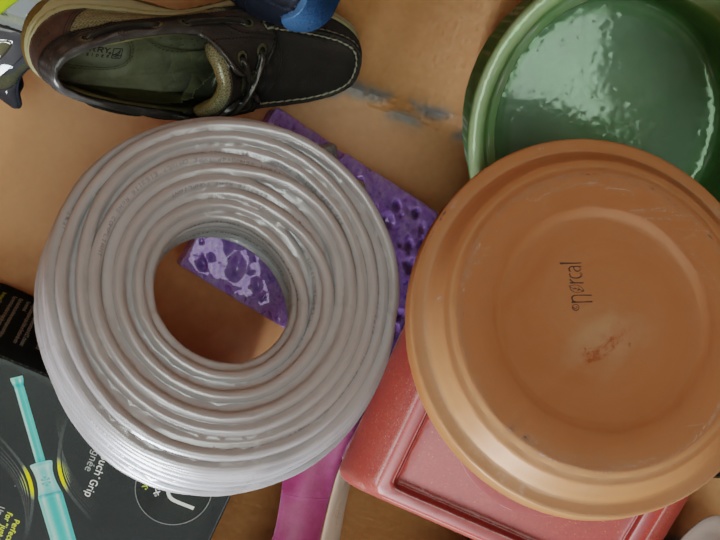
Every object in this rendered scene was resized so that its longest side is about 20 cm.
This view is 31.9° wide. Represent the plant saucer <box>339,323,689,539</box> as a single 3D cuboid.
[{"bbox_3d":[0.109,0.089,0.725,0.198,0.037,0.202,23,113,-2],"label":"plant saucer"}]

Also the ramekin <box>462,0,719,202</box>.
[{"bbox_3d":[0.153,-0.084,0.747,0.197,0.098,0.203,-1,105,-5],"label":"ramekin"}]

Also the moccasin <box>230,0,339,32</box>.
[{"bbox_3d":[-0.025,-0.234,0.689,0.067,0.081,0.202,16,78,18],"label":"moccasin"}]

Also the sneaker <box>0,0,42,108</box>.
[{"bbox_3d":[-0.154,-0.172,0.721,0.199,0.074,0.081,-32,120,6],"label":"sneaker"}]

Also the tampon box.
[{"bbox_3d":[-0.185,0.115,0.755,0.198,0.126,0.151,24,101,-11],"label":"tampon box"}]

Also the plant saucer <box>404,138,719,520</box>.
[{"bbox_3d":[0.123,0.027,0.661,0.197,0.032,0.203,2,77,-7],"label":"plant saucer"}]

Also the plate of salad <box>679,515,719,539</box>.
[{"bbox_3d":[0.192,0.252,0.820,0.048,0.199,0.203,18,107,35],"label":"plate of salad"}]

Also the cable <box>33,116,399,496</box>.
[{"bbox_3d":[-0.074,0.017,0.681,0.197,0.069,0.203,-3,76,-18],"label":"cable"}]

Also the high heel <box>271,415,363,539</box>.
[{"bbox_3d":[-0.051,0.151,0.818,0.096,0.067,0.201,42,110,10],"label":"high heel"}]

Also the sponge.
[{"bbox_3d":[0.000,0.000,0.777,0.199,0.030,0.112,32,84,-12],"label":"sponge"}]

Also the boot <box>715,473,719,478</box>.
[{"bbox_3d":[0.230,0.109,0.775,0.201,0.154,0.075,-3,105,-4],"label":"boot"}]

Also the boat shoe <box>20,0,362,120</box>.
[{"bbox_3d":[-0.086,-0.113,0.709,0.198,0.066,0.072,0,127,-25],"label":"boat shoe"}]
